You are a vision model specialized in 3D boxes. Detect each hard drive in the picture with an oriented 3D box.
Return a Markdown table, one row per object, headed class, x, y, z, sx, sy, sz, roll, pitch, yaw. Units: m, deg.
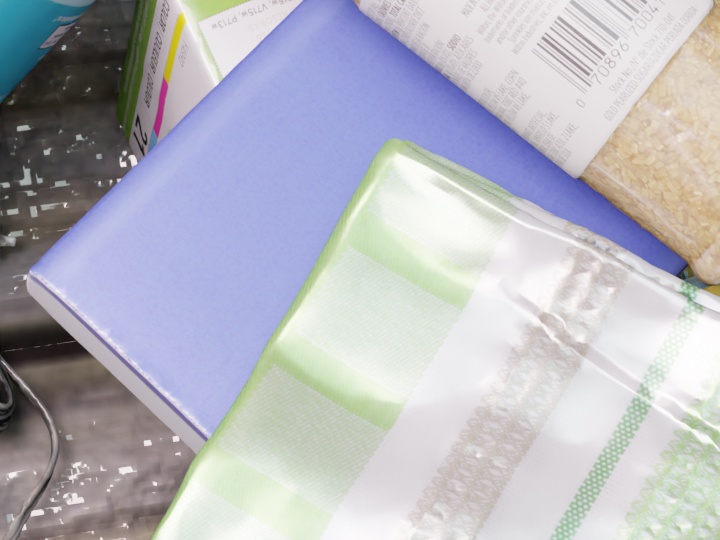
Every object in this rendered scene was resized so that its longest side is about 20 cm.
| class | x | y | z | sx | sy | sz | roll | pitch | yaw |
| --- | --- | --- | --- | --- | --- | --- | --- | --- | --- |
| hard drive | 0.022 | -0.022 | 0.761 | 0.132 | 0.025 | 0.200 | 43 | 73 | 5 |

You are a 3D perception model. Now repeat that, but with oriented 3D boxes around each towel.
| class | x | y | z | sx | sy | sz | roll | pitch | yaw |
| --- | --- | --- | --- | --- | --- | --- | --- | --- | --- |
| towel | 0.060 | 0.066 | 0.699 | 0.199 | 0.031 | 0.150 | 28 | 71 | 9 |

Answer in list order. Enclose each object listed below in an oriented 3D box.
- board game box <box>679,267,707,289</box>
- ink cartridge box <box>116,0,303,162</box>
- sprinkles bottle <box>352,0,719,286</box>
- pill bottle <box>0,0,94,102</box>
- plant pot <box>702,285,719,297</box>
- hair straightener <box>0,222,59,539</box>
| class | x | y | z | sx | sy | sz | roll | pitch | yaw |
| --- | --- | --- | --- | --- | --- | --- | --- | --- | --- |
| board game box | 0.169 | -0.014 | 0.936 | 0.199 | 0.029 | 0.135 | -16 | 76 | -13 |
| ink cartridge box | 0.000 | 0.000 | 0.842 | 0.075 | 0.148 | 0.201 | -21 | 77 | -15 |
| sprinkles bottle | 0.039 | -0.081 | 0.731 | 0.200 | 0.068 | 0.068 | 38 | 71 | 4 |
| pill bottle | -0.162 | -0.071 | 0.799 | 0.111 | 0.111 | 0.200 | 47 | 107 | 8 |
| plant pot | 0.173 | 0.071 | 0.812 | 0.199 | 0.200 | 0.177 | -32 | 79 | -13 |
| hair straightener | -0.146 | 0.004 | 0.873 | 0.077 | 0.041 | 0.201 | -20 | 71 | -15 |
